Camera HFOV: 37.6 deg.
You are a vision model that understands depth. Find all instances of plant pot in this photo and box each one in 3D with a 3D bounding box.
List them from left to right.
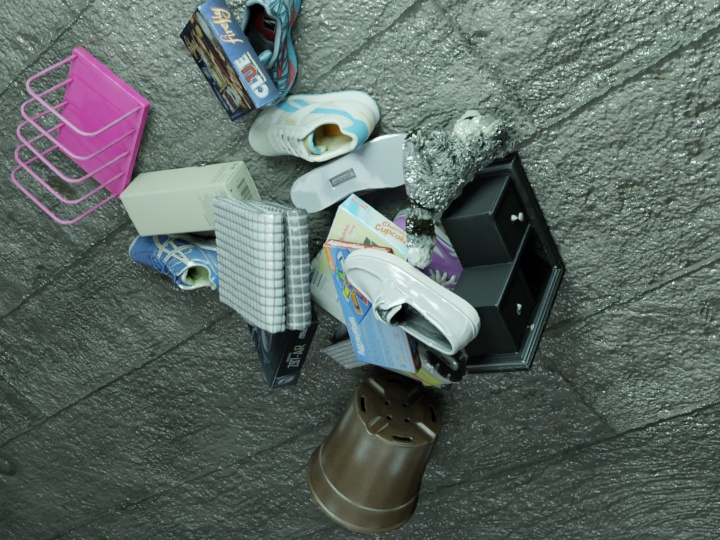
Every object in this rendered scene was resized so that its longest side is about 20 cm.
[{"bbox_3d":[0.030,0.288,1.731,0.199,0.201,0.199,24,129,4],"label":"plant pot"}]

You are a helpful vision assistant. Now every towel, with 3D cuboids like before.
[{"bbox_3d":[-0.131,-0.013,1.449,0.200,0.085,0.167,20,115,62],"label":"towel"}]

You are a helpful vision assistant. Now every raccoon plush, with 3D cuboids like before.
[{"bbox_3d":[0.129,-0.105,1.332,0.133,0.097,0.202,-3,89,17],"label":"raccoon plush"}]

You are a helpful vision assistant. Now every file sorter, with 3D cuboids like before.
[{"bbox_3d":[-0.414,-0.187,1.530,0.139,0.125,0.201,39,137,9],"label":"file sorter"}]

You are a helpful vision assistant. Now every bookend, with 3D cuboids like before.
[{"bbox_3d":[0.171,-0.008,1.373,0.091,0.199,0.201,-7,125,33],"label":"bookend"}]

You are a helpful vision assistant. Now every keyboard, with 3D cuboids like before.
[{"bbox_3d":[-0.007,0.127,1.637,0.056,0.011,0.200,42,159,-9],"label":"keyboard"}]

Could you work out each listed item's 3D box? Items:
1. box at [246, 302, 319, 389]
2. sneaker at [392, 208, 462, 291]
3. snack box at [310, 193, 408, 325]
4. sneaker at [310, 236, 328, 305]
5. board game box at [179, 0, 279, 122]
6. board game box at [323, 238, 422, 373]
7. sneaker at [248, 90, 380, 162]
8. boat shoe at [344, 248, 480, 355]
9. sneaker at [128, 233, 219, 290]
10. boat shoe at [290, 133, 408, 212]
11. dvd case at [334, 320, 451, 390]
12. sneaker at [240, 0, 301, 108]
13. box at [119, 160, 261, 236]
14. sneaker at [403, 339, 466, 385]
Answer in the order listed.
[{"bbox_3d":[-0.129,0.049,1.590,0.043,0.201,0.161,-7,143,-25],"label":"box"},{"bbox_3d":[0.113,0.013,1.484,0.200,0.115,0.073,33,134,-7],"label":"sneaker"},{"bbox_3d":[0.000,0.000,1.454,0.116,0.037,0.201,37,141,11],"label":"snack box"},{"bbox_3d":[-0.032,0.001,1.569,0.089,0.079,0.200,36,135,-5],"label":"sneaker"},{"bbox_3d":[-0.167,-0.260,1.326,0.136,0.034,0.200,59,168,-10],"label":"board game box"},{"bbox_3d":[0.018,0.050,1.437,0.102,0.019,0.201,9,130,32],"label":"board game box"},{"bbox_3d":[-0.074,-0.187,1.417,0.199,0.081,0.077,-8,128,33],"label":"sneaker"},{"bbox_3d":[0.052,0.043,1.331,0.199,0.068,0.072,34,140,17],"label":"boat shoe"},{"bbox_3d":[-0.287,-0.017,1.678,0.198,0.077,0.076,7,134,23],"label":"sneaker"},{"bbox_3d":[0.002,-0.134,1.437,0.199,0.070,0.071,-23,100,12],"label":"boat shoe"},{"bbox_3d":[0.060,0.102,1.655,0.198,0.025,0.151,19,135,10],"label":"dvd case"},{"bbox_3d":[-0.129,-0.283,1.344,0.079,0.096,0.201,18,135,10],"label":"sneaker"},{"bbox_3d":[-0.254,-0.106,1.586,0.198,0.069,0.083,-2,127,28],"label":"box"},{"bbox_3d":[0.061,0.109,1.592,0.200,0.078,0.090,44,145,-9],"label":"sneaker"}]
